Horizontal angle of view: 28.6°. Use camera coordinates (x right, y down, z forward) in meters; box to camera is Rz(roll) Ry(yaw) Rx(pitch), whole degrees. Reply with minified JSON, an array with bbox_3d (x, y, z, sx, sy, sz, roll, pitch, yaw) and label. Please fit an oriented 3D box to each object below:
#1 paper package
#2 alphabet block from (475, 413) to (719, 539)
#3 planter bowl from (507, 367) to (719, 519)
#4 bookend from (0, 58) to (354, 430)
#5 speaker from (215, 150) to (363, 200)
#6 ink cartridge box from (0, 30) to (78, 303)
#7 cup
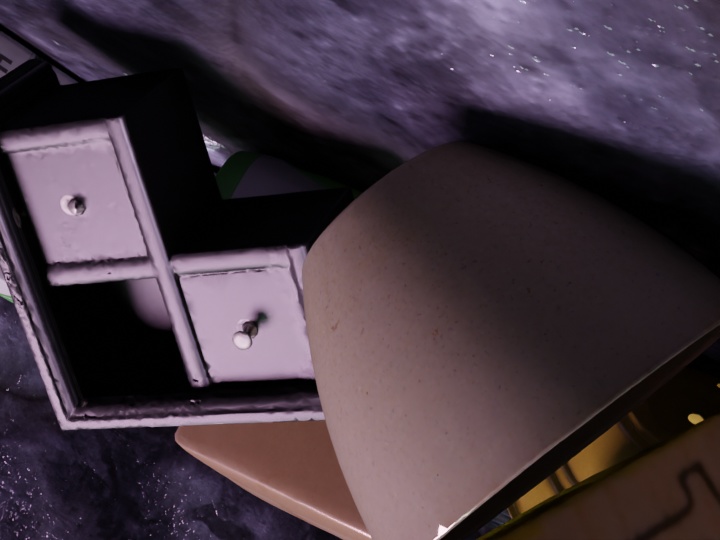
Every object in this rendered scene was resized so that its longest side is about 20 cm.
[{"bbox_3d":[0.003,0.091,0.997,0.200,0.191,0.103,20,165,28],"label":"paper package"},{"bbox_3d":[0.111,0.213,0.671,0.200,0.196,0.195,62,153,10],"label":"alphabet block"},{"bbox_3d":[0.192,0.117,0.857,0.200,0.084,0.201,11,-146,-7],"label":"planter bowl"},{"bbox_3d":[-0.093,-0.020,0.781,0.200,0.092,0.199,-4,115,22],"label":"bookend"},{"bbox_3d":[0.000,0.000,0.863,0.200,0.089,0.088,25,169,6],"label":"speaker"},{"bbox_3d":[-0.245,-0.071,0.937,0.200,0.147,0.083,33,166,-34],"label":"ink cartridge box"},{"bbox_3d":[0.054,0.026,0.655,0.143,0.200,0.200,51,175,14],"label":"cup"}]
